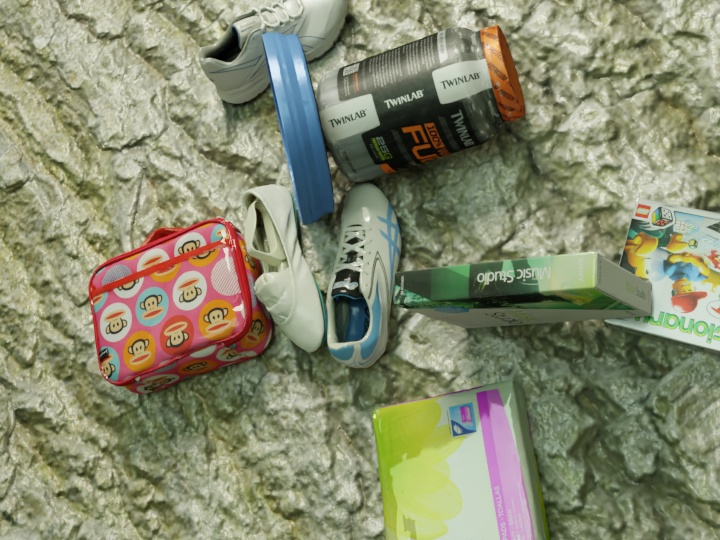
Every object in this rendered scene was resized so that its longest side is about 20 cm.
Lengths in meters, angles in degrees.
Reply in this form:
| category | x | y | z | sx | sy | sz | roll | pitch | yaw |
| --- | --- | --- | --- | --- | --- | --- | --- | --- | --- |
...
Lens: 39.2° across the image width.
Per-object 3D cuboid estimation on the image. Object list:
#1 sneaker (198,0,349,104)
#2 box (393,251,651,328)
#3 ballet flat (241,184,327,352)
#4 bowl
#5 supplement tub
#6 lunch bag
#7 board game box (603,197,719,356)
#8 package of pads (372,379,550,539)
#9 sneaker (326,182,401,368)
| category | x | y | z | sx | sy | sz | roll | pitch | yaw |
| --- | --- | --- | --- | --- | --- | --- | --- | --- | --- |
| sneaker | -0.098 | -0.272 | 1.164 | 0.199 | 0.087 | 0.075 | -38 | 64 | 8 |
| box | 0.150 | 0.022 | 0.934 | 0.198 | 0.144 | 0.037 | -8 | 74 | 34 |
| ballet flat | -0.091 | -0.004 | 1.094 | 0.069 | 0.069 | 0.202 | -22 | 65 | 15 |
| bowl | -0.064 | -0.150 | 1.062 | 0.039 | 0.201 | 0.203 | -13 | 70 | -3 |
| supplement tub | 0.063 | -0.176 | 1.054 | 0.198 | 0.122 | 0.124 | -16 | 71 | 18 |
| lunch bag | -0.204 | 0.030 | 1.136 | 0.198 | 0.082 | 0.178 | -21 | 66 | 14 |
| board game box | 0.340 | 0.015 | 0.941 | 0.198 | 0.035 | 0.128 | 14 | 83 | 25 |
| package of pads | 0.095 | 0.219 | 0.968 | 0.153 | 0.068 | 0.202 | -14 | 71 | 18 |
| sneaker | 0.000 | 0.000 | 1.062 | 0.071 | 0.072 | 0.203 | -3 | 74 | 23 |
